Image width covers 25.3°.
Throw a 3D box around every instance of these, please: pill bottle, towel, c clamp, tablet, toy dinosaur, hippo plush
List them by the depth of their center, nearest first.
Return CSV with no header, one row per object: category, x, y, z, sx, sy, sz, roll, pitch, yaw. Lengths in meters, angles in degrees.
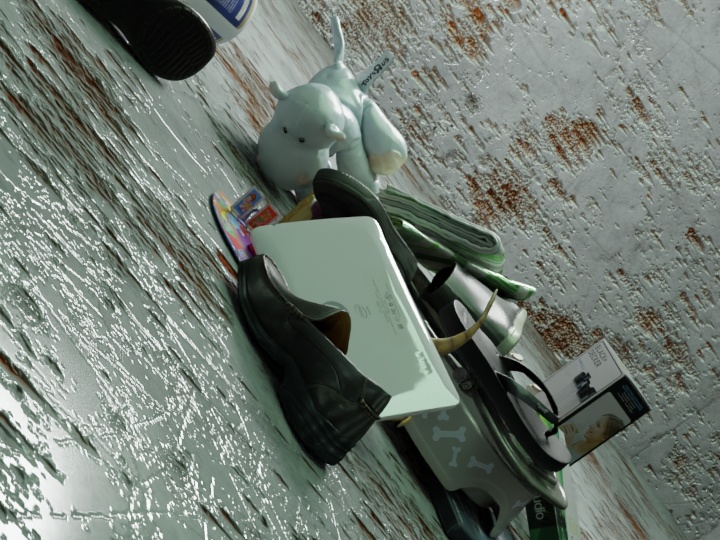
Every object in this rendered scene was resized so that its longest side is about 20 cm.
tablet,-0.006,0.039,1.355,0.129,0.014,0.201,-6,56,-31
toy dinosaur,0.039,0.075,1.393,0.198,0.107,0.060,1,19,-28
c clamp,0.140,0.145,1.537,0.200,0.027,0.172,44,14,-52
pill bottle,-0.191,-0.323,1.719,0.112,0.111,0.200,57,8,17
hippo plush,-0.030,-0.149,1.760,0.158,0.201,0.161,33,16,3
towel,0.085,-0.019,1.788,0.199,0.024,0.152,28,-6,-29
towel,0.092,-0.036,1.806,0.148,0.031,0.200,26,-6,10

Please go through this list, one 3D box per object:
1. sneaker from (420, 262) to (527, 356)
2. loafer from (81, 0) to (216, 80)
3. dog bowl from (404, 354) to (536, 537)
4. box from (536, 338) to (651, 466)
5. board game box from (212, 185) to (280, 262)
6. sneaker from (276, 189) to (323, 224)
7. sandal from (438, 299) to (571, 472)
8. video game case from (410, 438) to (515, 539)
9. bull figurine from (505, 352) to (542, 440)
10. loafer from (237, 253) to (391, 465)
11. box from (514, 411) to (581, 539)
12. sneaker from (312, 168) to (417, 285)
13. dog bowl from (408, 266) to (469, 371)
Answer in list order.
sneaker,0.122,0.034,1.737,0.106,0.075,0.200,49,5,-4
loafer,-0.204,-0.253,1.493,0.200,0.073,0.071,46,13,-50
dog bowl,0.099,0.158,1.551,0.201,0.058,0.200,53,8,-10
box,0.240,0.179,1.920,0.060,0.199,0.117,52,9,-19
board game box,-0.057,0.002,1.437,0.200,0.039,0.159,49,10,-38
sneaker,-0.026,-0.038,1.673,0.090,0.075,0.200,50,8,3
sandal,0.144,0.109,1.495,0.201,0.043,0.076,53,13,-19
video game case,0.122,0.260,1.541,0.200,0.019,0.143,50,10,-32
bull figurine,0.157,0.167,1.846,0.065,0.122,0.200,14,24,-33
loafer,-0.036,0.055,1.233,0.073,0.072,0.201,43,14,-52
box,0.204,0.259,1.693,0.144,0.036,0.202,40,39,-68
sneaker,-0.002,0.000,1.584,0.060,0.105,0.200,6,-34,42
dog bowl,0.069,0.079,1.770,0.201,0.073,0.200,54,8,-12
